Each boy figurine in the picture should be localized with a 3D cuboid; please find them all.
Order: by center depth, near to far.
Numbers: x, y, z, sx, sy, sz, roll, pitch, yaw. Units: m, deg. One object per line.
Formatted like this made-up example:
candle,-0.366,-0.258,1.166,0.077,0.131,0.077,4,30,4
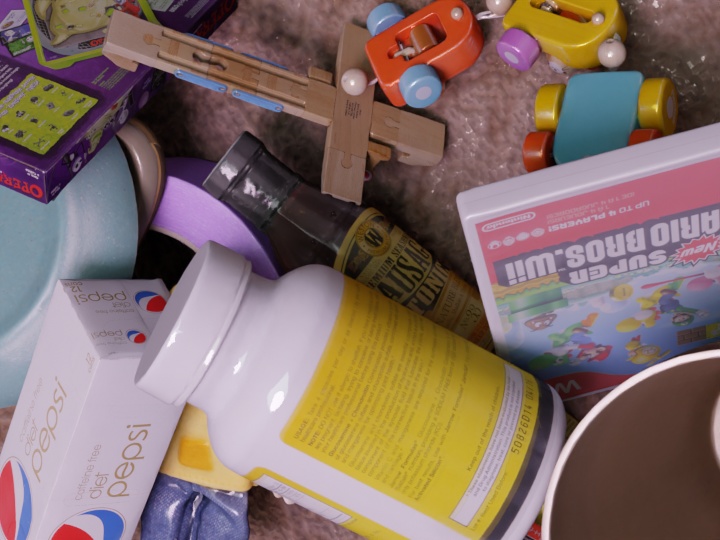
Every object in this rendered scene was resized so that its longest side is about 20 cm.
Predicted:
boy figurine,-0.084,0.093,0.913,0.124,0.064,0.201,20,110,26

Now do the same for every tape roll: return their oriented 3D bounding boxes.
tape roll,-0.119,0.034,0.985,0.199,0.066,0.202,5,103,21

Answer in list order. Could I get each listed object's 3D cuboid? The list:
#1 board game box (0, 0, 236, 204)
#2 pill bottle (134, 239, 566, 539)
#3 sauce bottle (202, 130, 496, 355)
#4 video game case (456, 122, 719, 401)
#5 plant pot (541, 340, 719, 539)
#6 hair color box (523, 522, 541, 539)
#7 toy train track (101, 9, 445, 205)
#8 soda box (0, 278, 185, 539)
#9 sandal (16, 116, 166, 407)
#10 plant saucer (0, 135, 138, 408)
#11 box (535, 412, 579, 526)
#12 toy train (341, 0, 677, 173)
board game box,-0.168,-0.124,0.906,0.119,0.200,0.032,25,138,13
pill bottle,-0.006,0.066,0.808,0.199,0.112,0.112,28,111,-12
sauce bottle,0.000,0.000,0.909,0.200,0.066,0.066,37,112,-6
video game case,0.131,0.004,0.807,0.142,0.200,0.018,-15,57,4
plant pot,0.205,0.108,0.800,0.186,0.200,0.189,4,102,21
hair color box,0.099,0.239,0.899,0.101,0.061,0.201,28,135,16
toy train track,-0.049,-0.095,0.901,0.199,0.115,0.033,18,149,-18
soda box,-0.154,0.102,0.893,0.068,0.063,0.201,54,132,40
sandal,-0.167,0.006,0.933,0.080,0.054,0.201,23,108,16
plant saucer,-0.222,-0.022,0.911,0.199,0.036,0.202,-2,85,18
box,0.145,0.146,0.901,0.200,0.075,0.050,37,113,10
toy train,0.085,-0.087,0.863,0.150,0.056,0.200,-32,50,5
